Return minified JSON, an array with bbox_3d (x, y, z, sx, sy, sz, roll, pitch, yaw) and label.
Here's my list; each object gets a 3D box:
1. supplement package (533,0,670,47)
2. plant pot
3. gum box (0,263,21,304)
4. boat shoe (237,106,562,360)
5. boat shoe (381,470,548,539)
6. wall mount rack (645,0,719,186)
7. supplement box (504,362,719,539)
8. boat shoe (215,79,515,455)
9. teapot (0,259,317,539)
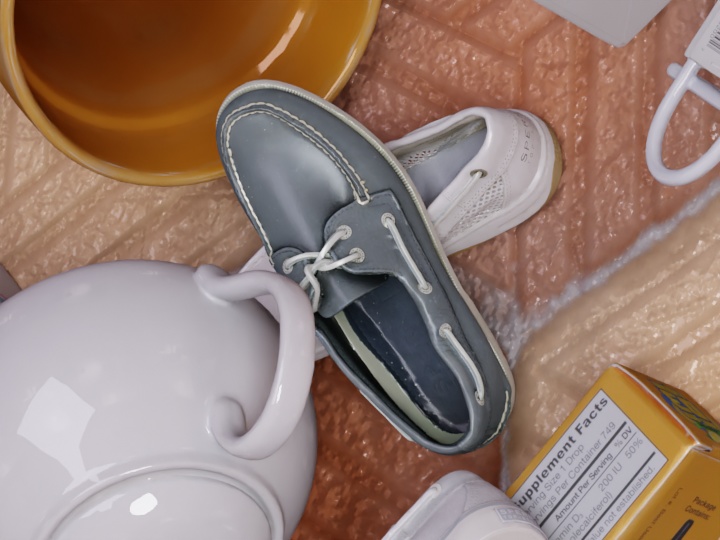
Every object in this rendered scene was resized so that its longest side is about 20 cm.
[{"bbox_3d":[0.103,-0.252,1.365,0.191,0.147,0.200,-43,56,18],"label":"supplement package"},{"bbox_3d":[-0.115,-0.169,1.486,0.200,0.200,0.183,-56,37,8],"label":"plant pot"},{"bbox_3d":[-0.212,0.043,1.525,0.066,0.113,0.200,-51,54,12],"label":"gum box"},{"bbox_3d":[-0.001,-0.022,1.420,0.200,0.069,0.071,-35,58,22],"label":"boat shoe"},{"bbox_3d":[0.001,0.173,1.282,0.200,0.072,0.069,-58,34,12],"label":"boat shoe"},{"bbox_3d":[0.215,-0.100,1.263,0.200,0.074,0.174,-57,29,8],"label":"wall mount rack"},{"bbox_3d":[0.085,0.139,1.312,0.200,0.067,0.069,-50,52,13],"label":"supplement box"},{"bbox_3d":[0.000,0.000,1.355,0.073,0.062,0.200,-34,95,18],"label":"boat shoe"},{"bbox_3d":[-0.099,0.100,1.363,0.197,0.200,0.146,-20,44,-3],"label":"teapot"}]
